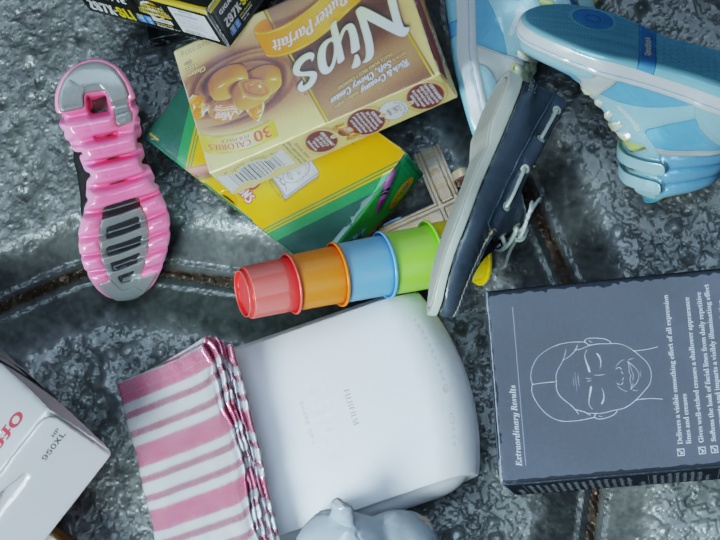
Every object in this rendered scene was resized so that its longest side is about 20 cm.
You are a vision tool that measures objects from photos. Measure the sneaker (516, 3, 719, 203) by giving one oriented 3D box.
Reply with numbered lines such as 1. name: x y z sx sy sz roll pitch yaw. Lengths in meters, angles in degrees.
1. sneaker: 0.203 -0.122 1.568 0.199 0.080 0.131 20 126 4

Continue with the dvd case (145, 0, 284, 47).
1. dvd case: -0.093 -0.278 1.709 0.198 0.022 0.147 -11 77 7

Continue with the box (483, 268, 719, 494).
1. box: 0.202 0.087 1.540 0.198 0.107 0.150 -5 78 8

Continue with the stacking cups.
1. stacking cups: 0.000 0.000 1.559 0.198 0.061 0.061 -11 76 -17

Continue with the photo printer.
1. photo printer: -0.010 0.116 1.590 0.199 0.069 0.168 -18 76 6

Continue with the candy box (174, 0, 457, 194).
1. candy box: -0.036 -0.154 1.580 0.199 0.055 0.116 -22 68 10

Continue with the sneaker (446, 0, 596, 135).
1. sneaker: 0.139 -0.189 1.612 0.129 0.080 0.202 -9 76 9

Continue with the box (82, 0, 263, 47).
1. box: -0.120 -0.282 1.633 0.159 0.049 0.201 18 64 36

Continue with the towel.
1. towel: -0.129 0.165 1.577 0.146 0.030 0.202 -28 72 47

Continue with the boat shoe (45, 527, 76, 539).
1. boat shoe: -0.227 0.260 1.598 0.200 0.071 0.069 37 88 15

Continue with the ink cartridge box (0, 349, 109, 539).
1. ink cartridge box: -0.311 0.137 1.581 0.145 0.084 0.200 -52 46 -3

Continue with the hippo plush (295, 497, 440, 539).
1. hippo plush: 0.000 0.266 1.523 0.199 0.160 0.162 -5 54 -27

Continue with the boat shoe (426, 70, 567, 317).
1. boat shoe: 0.102 -0.052 1.527 0.061 0.075 0.201 23 70 -8

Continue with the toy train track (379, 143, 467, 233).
1. toy train track: 0.034 -0.033 1.631 0.199 0.033 0.115 -24 76 5

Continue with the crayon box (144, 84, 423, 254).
1. crayon box: -0.063 -0.094 1.634 0.200 0.058 0.119 37 88 23

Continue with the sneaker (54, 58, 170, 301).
1. sneaker: -0.204 -0.077 1.663 0.078 0.095 0.202 -9 101 -9
